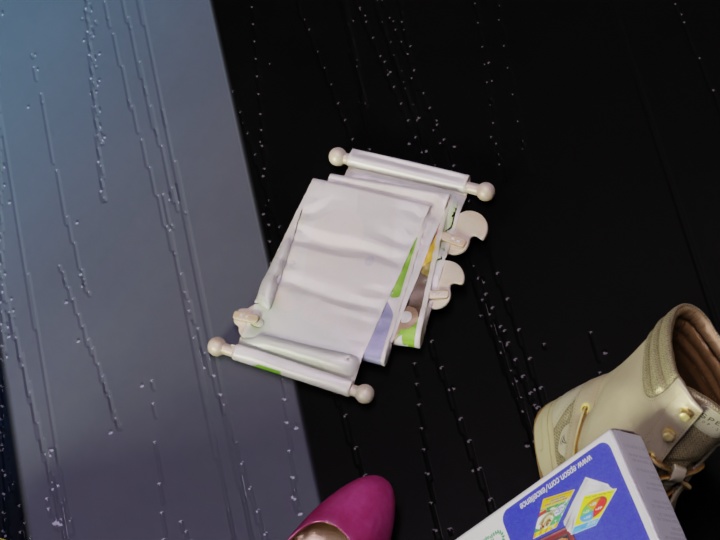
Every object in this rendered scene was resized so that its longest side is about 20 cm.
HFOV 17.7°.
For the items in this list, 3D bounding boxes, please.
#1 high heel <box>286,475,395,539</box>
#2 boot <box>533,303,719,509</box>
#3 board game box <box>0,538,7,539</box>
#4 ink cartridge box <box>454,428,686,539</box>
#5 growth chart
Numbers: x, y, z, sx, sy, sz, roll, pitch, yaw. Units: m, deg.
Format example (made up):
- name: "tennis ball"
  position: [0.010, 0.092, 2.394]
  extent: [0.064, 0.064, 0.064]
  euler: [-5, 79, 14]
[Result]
- name: "high heel"
  position: [-0.047, 0.200, 1.477]
  extent: [0.067, 0.096, 0.200]
  euler: [36, 72, 24]
- name: "boot"
  position: [0.187, 0.137, 1.444]
  extent: [0.073, 0.155, 0.201]
  euler: [13, 51, -31]
- name: "board game box"
  position: [-0.243, 0.253, 1.446]
  extent: [0.200, 0.057, 0.166]
  euler: [7, 56, 51]
- name: "ink cartridge box"
  position: [0.129, 0.231, 1.405]
  extent: [0.198, 0.047, 0.200]
  euler: [-39, 59, 31]
- name: "growth chart"
  position: [0.000, 0.000, 1.622]
  extent: [0.144, 0.018, 0.200]
  euler: [22, 67, 18]
